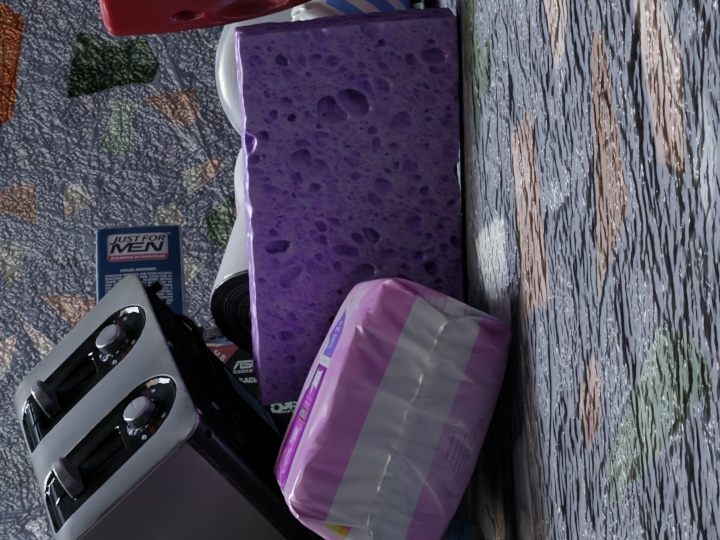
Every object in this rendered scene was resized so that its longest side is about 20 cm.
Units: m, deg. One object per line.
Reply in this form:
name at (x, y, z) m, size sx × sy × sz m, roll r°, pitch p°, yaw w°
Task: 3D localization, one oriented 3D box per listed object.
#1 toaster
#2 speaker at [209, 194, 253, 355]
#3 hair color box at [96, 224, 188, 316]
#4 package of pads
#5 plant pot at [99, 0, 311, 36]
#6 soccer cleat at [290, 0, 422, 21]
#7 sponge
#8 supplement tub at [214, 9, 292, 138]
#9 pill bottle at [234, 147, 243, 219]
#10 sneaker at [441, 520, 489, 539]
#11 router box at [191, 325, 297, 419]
toaster at (-0.089, 0.126, 1.265) m, size 0.200 × 0.119 × 0.181 m, roll 48°, pitch -174°, yaw -31°
speaker at (-0.022, -0.048, 1.299) m, size 0.081 × 0.081 × 0.200 m, roll 90°, pitch -169°, yaw -49°
hair color box at (-0.141, 0.078, 1.523) m, size 0.100 × 0.060 × 0.200 m, roll 92°, pitch 174°, yaw -52°
package of pads at (0.012, 0.068, 1.084) m, size 0.200 × 0.076 × 0.121 m, roll 169°, pitch 125°, yaw -86°
plant pot at (-0.053, -0.224, 1.187) m, size 0.200 × 0.182 × 0.201 m, roll 177°, pitch 90°, yaw -86°
soccer cleat at (-0.006, -0.150, 1.289) m, size 0.070 × 0.086 × 0.200 m, roll 90°, pitch 175°, yaw -47°
sponge at (-0.004, -0.031, 1.181) m, size 0.030 × 0.111 × 0.200 m, roll -115°, pitch 21°, yaw -68°
supplement tub at (-0.034, -0.128, 1.488) m, size 0.200 × 0.122 × 0.123 m, roll -139°, pitch 45°, yaw -85°
pill bottle at (-0.035, -0.016, 1.722) m, size 0.200 × 0.112 × 0.112 m, roll 90°, pitch 174°, yaw -52°
sneaker at (0.040, 0.152, 1.030) m, size 0.200 × 0.075 × 0.087 m, roll 101°, pitch 171°, yaw -76°
router box at (-0.038, 0.067, 1.541) m, size 0.200 × 0.150 × 0.062 m, roll -143°, pitch 49°, yaw -85°
